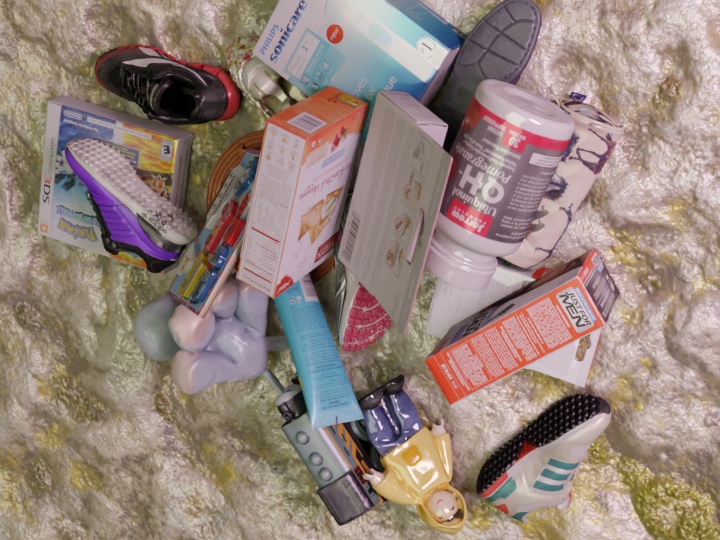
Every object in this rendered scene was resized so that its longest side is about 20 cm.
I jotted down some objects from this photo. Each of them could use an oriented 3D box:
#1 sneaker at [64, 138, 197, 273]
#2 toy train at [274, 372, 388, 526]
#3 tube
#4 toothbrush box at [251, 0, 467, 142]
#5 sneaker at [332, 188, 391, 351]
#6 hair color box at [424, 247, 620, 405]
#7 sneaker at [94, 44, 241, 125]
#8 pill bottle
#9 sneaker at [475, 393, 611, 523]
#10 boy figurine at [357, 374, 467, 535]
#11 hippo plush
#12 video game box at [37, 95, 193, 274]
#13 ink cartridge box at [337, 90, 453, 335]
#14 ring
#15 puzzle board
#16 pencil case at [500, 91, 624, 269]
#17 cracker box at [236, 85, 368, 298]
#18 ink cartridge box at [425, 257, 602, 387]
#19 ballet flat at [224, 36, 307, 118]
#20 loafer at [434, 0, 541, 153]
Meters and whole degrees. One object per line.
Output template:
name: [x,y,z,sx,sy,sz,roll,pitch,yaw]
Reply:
sneaker: [-0.303,-0.072,1.471,0.200,0.069,0.100,42,118,6]
toy train: [-0.032,0.217,1.471,0.085,0.114,0.202,-31,93,26]
tube: [-0.058,0.088,1.420,0.050,0.076,0.203,-42,63,52]
toothbrush box: [0.000,-0.252,1.334,0.199,0.085,0.147,39,117,8]
sneaker: [0.000,0.000,1.423,0.074,0.080,0.203,26,117,44]
hair color box: [0.176,0.060,1.286,0.198,0.111,0.065,-30,94,26]
sneaker: [-0.248,-0.225,1.437,0.198,0.098,0.072,18,114,18]
pill bottle: [0.135,-0.086,1.238,0.110,0.111,0.202,27,112,12]
sneaker: [0.233,0.227,1.402,0.093,0.071,0.199,42,116,-14]
boy figurine: [0.062,0.235,1.442,0.202,0.123,0.064,63,159,5]
hippo plush: [-0.192,0.064,1.491,0.159,0.198,0.162,17,96,44]
video game box: [-0.320,-0.110,1.530,0.197,0.047,0.185,17,113,17]
ink cartridge box: [0.048,-0.062,1.248,0.176,0.044,0.203,49,132,50]
ring: [-0.106,-0.072,1.469,0.197,0.019,0.204,7,108,20]
puzzle board: [-0.158,-0.050,1.371,0.017,0.150,0.202,31,86,-25]
pencil case: [0.204,-0.094,1.301,0.089,0.078,0.202,31,115,9]
cracker box: [-0.064,-0.086,1.303,0.057,0.134,0.202,27,124,18]
ink cartridge box: [0.182,0.048,1.370,0.197,0.050,0.111,19,111,15]
ballet flat: [-0.088,-0.202,1.396,0.200,0.064,0.076,46,101,4]
loafer: [0.137,-0.211,1.309,0.071,0.063,0.202,35,112,12]
